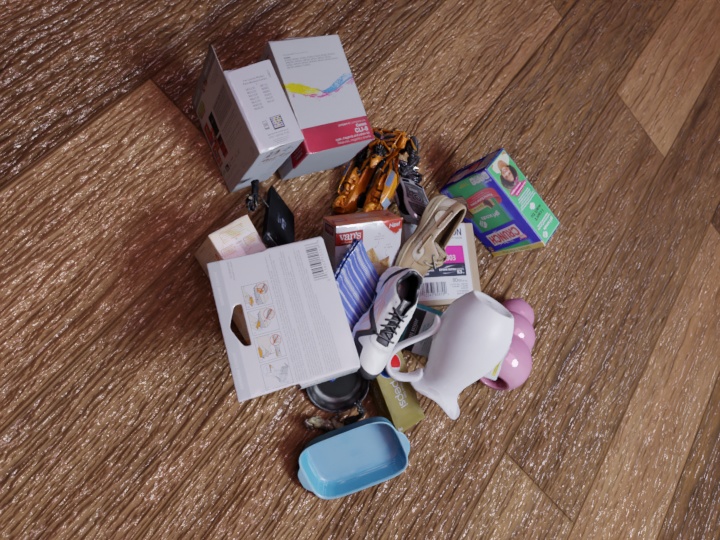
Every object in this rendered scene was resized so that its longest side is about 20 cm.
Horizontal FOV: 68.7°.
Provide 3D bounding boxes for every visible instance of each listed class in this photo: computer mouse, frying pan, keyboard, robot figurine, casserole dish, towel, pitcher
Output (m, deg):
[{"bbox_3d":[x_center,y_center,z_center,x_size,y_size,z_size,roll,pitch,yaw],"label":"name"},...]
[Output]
[{"bbox_3d":[0.091,-0.151,1.040,0.108,0.044,0.202,18,41,-28],"label":"computer mouse"},{"bbox_3d":[-0.055,0.164,0.925,0.113,0.031,0.192,-24,106,0],"label":"frying pan"},{"bbox_3d":[-0.149,-0.092,0.871,0.020,0.201,0.128,-30,118,9],"label":"keyboard"},{"bbox_3d":[0.029,-0.189,1.005,0.058,0.143,0.203,38,73,-56],"label":"robot figurine"},{"bbox_3d":[-0.012,0.315,0.899,0.197,0.039,0.123,-22,110,4],"label":"casserole dish"},{"bbox_3d":[-0.025,0.067,0.851,0.202,0.024,0.145,-60,146,-23],"label":"towel"},{"bbox_3d":[0.149,0.128,0.889,0.170,0.122,0.202,27,106,-14],"label":"pitcher"}]

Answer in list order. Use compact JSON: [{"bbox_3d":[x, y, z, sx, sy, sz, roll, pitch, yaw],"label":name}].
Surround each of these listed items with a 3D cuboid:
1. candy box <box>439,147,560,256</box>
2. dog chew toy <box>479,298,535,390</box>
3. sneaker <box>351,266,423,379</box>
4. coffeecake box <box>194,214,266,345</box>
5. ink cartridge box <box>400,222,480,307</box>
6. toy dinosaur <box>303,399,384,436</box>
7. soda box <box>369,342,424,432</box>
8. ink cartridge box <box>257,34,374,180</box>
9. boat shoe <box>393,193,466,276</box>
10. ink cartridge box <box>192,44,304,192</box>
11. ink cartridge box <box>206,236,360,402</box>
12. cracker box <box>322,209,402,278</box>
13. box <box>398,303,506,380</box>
[{"bbox_3d":[0.288,-0.133,1.101,0.200,0.169,0.077,46,68,-12],"label":"candy box"},{"bbox_3d":[0.305,0.144,1.094,0.124,0.124,0.202,38,58,-15],"label":"dog chew toy"},{"bbox_3d":[0.043,0.080,0.861,0.073,0.080,0.203,27,73,-20],"label":"sneaker"},{"bbox_3d":[-0.177,0.031,0.850,0.073,0.153,0.202,-32,96,-26],"label":"coffeecake box"},{"bbox_3d":[0.138,-0.009,1.059,0.197,0.075,0.168,-3,83,-26],"label":"ink cartridge box"},{"bbox_3d":[-0.007,0.289,0.939,0.199,0.048,0.088,38,111,-20],"label":"toy dinosaur"},{"bbox_3d":[0.047,0.189,0.952,0.063,0.068,0.203,-27,107,-20],"label":"soda box"},{"bbox_3d":[-0.093,-0.293,0.954,0.143,0.145,0.203,-20,90,-28],"label":"ink cartridge box"},{"bbox_3d":[0.120,-0.036,0.942,0.071,0.064,0.202,17,101,-55],"label":"boat shoe"},{"bbox_3d":[-0.193,-0.249,0.865,0.083,0.199,0.178,-26,93,-28],"label":"ink cartridge box"},{"bbox_3d":[-0.109,0.067,0.745,0.171,0.044,0.203,-14,74,-15],"label":"ink cartridge box"},{"bbox_3d":[0.000,0.000,0.946,0.132,0.058,0.203,-10,116,-27],"label":"cracker box"},{"bbox_3d":[0.171,0.130,0.976,0.197,0.049,0.083,20,98,-8],"label":"box"}]
